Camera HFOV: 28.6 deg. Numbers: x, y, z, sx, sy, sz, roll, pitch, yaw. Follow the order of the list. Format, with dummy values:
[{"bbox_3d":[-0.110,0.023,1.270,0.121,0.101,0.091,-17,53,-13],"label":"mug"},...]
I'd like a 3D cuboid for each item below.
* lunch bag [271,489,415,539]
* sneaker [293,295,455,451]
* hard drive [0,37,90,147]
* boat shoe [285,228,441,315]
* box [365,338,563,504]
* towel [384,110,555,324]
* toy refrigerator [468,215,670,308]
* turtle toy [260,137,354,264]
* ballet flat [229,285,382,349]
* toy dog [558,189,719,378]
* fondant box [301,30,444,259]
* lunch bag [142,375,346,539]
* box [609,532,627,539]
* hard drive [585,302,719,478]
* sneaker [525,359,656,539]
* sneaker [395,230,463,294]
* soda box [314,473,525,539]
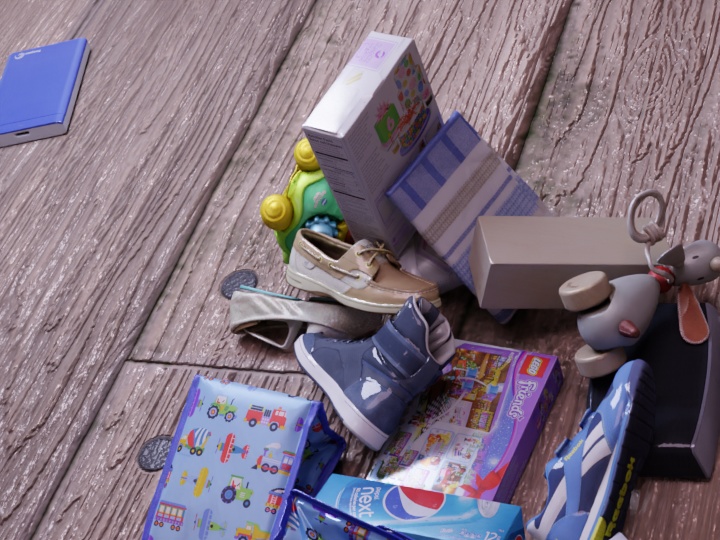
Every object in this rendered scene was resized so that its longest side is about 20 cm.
[{"bbox_3d":[0.026,0.288,1.229,0.198,0.151,0.095,7,49,28],"label":"lunch bag"},{"bbox_3d":[0.017,0.080,1.456,0.147,0.077,0.202,-51,34,4],"label":"sneaker"},{"bbox_3d":[-0.480,-0.264,2.090,0.130,0.026,0.201,-10,44,13],"label":"hard drive"},{"bbox_3d":[0.000,0.000,1.517,0.198,0.067,0.074,13,18,33],"label":"boat shoe"},{"bbox_3d":[0.106,0.161,1.411,0.135,0.039,0.201,8,50,30],"label":"box"},{"bbox_3d":[0.130,-0.057,1.530,0.147,0.200,0.024,-50,14,-27],"label":"towel"},{"bbox_3d":[0.218,-0.006,1.471,0.197,0.071,0.076,0,42,-10],"label":"toy refrigerator"},{"bbox_3d":[-0.030,-0.091,1.639,0.100,0.146,0.201,30,85,13],"label":"turtle toy"},{"bbox_3d":[-0.061,0.060,1.578,0.198,0.067,0.063,7,78,32],"label":"ballet flat"},{"bbox_3d":[0.285,0.025,1.366,0.200,0.132,0.096,-47,24,-15],"label":"toy dog"},{"bbox_3d":[0.026,-0.132,1.510,0.058,0.201,0.145,18,61,31],"label":"fondant box"},{"bbox_3d":[-0.126,0.223,1.405,0.149,0.094,0.202,9,60,27],"label":"lunch bag"},{"bbox_3d":[0.191,0.345,1.144,0.199,0.097,0.176,-33,44,-12],"label":"box"},{"bbox_3d":[0.288,0.111,1.386,0.133,0.043,0.201,-1,46,21],"label":"hard drive"},{"bbox_3d":[0.213,0.171,1.293,0.082,0.074,0.202,14,75,36],"label":"sneaker"},{"bbox_3d":[0.085,-0.044,1.607,0.087,0.082,0.202,-11,51,9],"label":"sneaker"},{"bbox_3d":[0.052,0.248,1.313,0.198,0.069,0.064,5,32,26],"label":"soda box"}]
